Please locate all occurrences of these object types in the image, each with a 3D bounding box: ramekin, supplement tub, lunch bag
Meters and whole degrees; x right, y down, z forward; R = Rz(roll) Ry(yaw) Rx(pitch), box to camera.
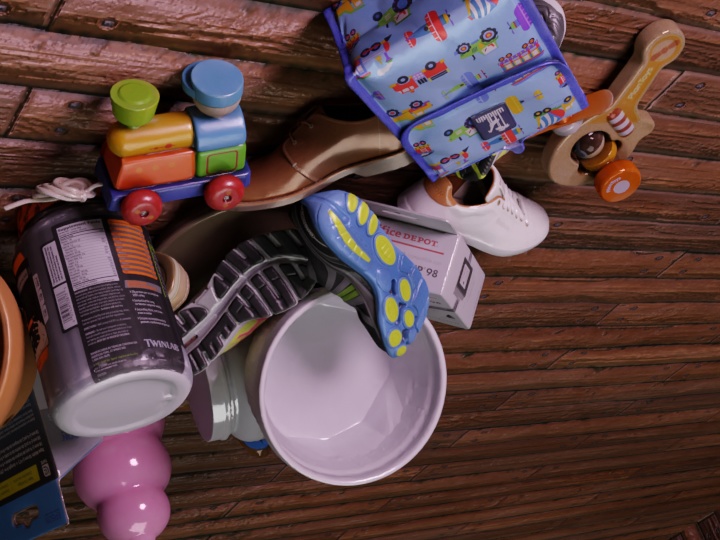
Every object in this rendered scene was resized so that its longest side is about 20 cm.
[{"bbox_3d":[-0.023,0.108,1.286,0.200,0.201,0.105,-11,-170,-20],"label":"ramekin"},{"bbox_3d":[-0.084,0.106,1.396,0.200,0.145,0.145,-11,152,-21],"label":"supplement tub"},{"bbox_3d":[0.087,-0.160,1.039,0.150,0.094,0.200,-28,139,14],"label":"lunch bag"},{"bbox_3d":[-0.225,0.030,1.085,0.122,0.200,0.123,-17,152,-9],"label":"supplement tub"}]

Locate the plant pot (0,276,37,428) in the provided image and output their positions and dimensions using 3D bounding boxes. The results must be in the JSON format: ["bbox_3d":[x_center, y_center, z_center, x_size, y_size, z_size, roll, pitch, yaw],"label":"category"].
[{"bbox_3d":[-0.368,0.074,1.097,0.200,0.200,0.140,-24,170,5],"label":"plant pot"}]

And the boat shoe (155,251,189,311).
[{"bbox_3d":[-0.220,0.036,1.213,0.066,0.074,0.200,23,150,-39],"label":"boat shoe"}]

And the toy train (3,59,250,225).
[{"bbox_3d":[-0.186,-0.102,1.013,0.200,0.085,0.116,-12,141,-19],"label":"toy train"}]

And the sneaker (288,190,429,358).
[{"bbox_3d":[0.000,0.000,1.190,0.071,0.083,0.200,-50,126,-23],"label":"sneaker"}]

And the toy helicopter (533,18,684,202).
[{"bbox_3d":[0.242,-0.163,1.244,0.132,0.079,0.200,7,132,-30],"label":"toy helicopter"}]

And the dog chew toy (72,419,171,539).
[{"bbox_3d":[-0.264,0.209,1.390,0.124,0.200,0.125,-17,153,-9],"label":"dog chew toy"}]

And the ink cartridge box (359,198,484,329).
[{"bbox_3d":[0.049,-0.005,1.290,0.116,0.067,0.200,15,169,19],"label":"ink cartridge box"}]

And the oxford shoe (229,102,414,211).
[{"bbox_3d":[-0.047,-0.110,1.133,0.200,0.071,0.071,-20,124,3],"label":"oxford shoe"}]

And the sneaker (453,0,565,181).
[{"bbox_3d":[0.129,-0.172,1.143,0.076,0.075,0.200,-43,168,-41],"label":"sneaker"}]

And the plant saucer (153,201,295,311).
[{"bbox_3d":[-0.122,-0.021,1.261,0.200,0.030,0.200,-17,152,-9],"label":"plant saucer"}]

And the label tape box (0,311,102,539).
[{"bbox_3d":[-0.315,0.154,1.216,0.063,0.200,0.144,-8,166,-45],"label":"label tape box"}]

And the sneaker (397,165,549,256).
[{"bbox_3d":[0.139,-0.067,1.318,0.200,0.073,0.085,5,146,-40],"label":"sneaker"}]

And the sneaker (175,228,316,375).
[{"bbox_3d":[-0.116,0.023,1.252,0.200,0.078,0.090,-36,-179,10],"label":"sneaker"}]

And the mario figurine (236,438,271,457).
[{"bbox_3d":[-0.056,0.186,1.548,0.200,0.124,0.106,-11,-170,45],"label":"mario figurine"}]
